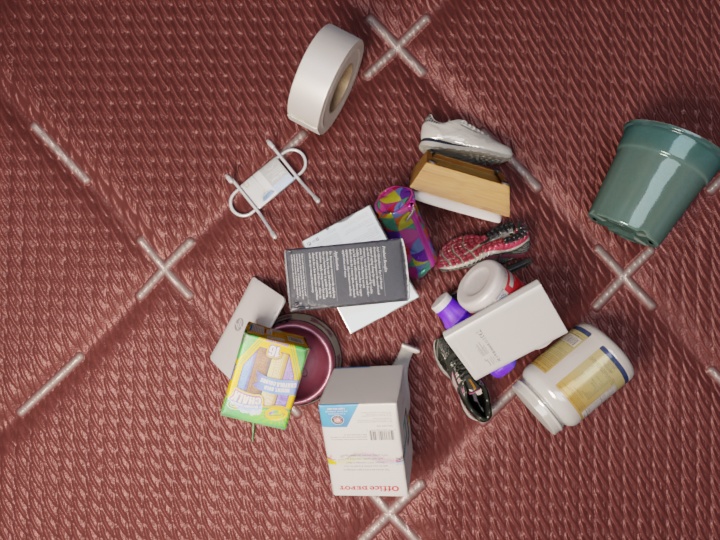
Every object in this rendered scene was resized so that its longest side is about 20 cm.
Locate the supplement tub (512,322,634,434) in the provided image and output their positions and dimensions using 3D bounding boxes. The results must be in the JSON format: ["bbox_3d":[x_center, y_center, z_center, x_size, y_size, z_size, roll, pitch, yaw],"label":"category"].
[{"bbox_3d":[0.422,0.218,1.056,0.200,0.144,0.144,-39,89,0],"label":"supplement tub"}]

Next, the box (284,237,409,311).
[{"bbox_3d":[-0.020,0.009,0.912,0.199,0.148,0.105,-6,88,0],"label":"box"}]

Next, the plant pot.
[{"bbox_3d":[0.573,-0.165,1.049,0.200,0.200,0.196,29,97,1],"label":"plant pot"}]

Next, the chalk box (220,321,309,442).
[{"bbox_3d":[-0.185,0.215,0.988,0.124,0.124,0.200,17,90,-11],"label":"chalk box"}]

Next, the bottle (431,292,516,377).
[{"bbox_3d":[0.233,0.129,1.083,0.200,0.084,0.065,44,116,-3],"label":"bottle"}]

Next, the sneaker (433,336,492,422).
[{"bbox_3d":[0.223,0.222,1.086,0.080,0.086,0.200,-31,88,-2],"label":"sneaker"}]

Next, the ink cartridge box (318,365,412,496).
[{"bbox_3d":[0.017,0.309,1.020,0.146,0.146,0.201,-4,107,11],"label":"ink cartridge box"}]

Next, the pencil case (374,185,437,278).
[{"bbox_3d":[0.093,-0.074,1.045,0.088,0.088,0.200,-28,133,0],"label":"pencil case"}]

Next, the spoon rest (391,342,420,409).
[{"bbox_3d":[0.073,0.243,1.109,0.099,0.061,0.200,21,102,2],"label":"spoon rest"}]

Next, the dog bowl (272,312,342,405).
[{"bbox_3d":[-0.139,0.190,1.096,0.200,0.074,0.201,0,89,0],"label":"dog bowl"}]

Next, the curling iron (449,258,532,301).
[{"bbox_3d":[0.276,0.027,1.121,0.200,0.026,0.050,-31,95,-1],"label":"curling iron"}]

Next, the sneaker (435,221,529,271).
[{"bbox_3d":[0.257,-0.032,1.101,0.200,0.081,0.075,-15,133,10],"label":"sneaker"}]

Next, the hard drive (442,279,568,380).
[{"bbox_3d":[0.275,0.117,0.998,0.200,0.027,0.132,-31,117,13],"label":"hard drive"}]

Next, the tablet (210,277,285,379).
[{"bbox_3d":[-0.237,0.122,1.089,0.130,0.014,0.200,27,88,43],"label":"tablet"}]

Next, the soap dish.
[{"bbox_3d":[0.201,-0.174,1.059,0.200,0.157,0.081,17,114,1],"label":"soap dish"}]

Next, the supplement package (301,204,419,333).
[{"bbox_3d":[0.000,0.000,1.061,0.152,0.151,0.200,-28,88,-1],"label":"supplement package"}]

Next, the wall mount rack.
[{"bbox_3d":[-0.182,-0.168,1.104,0.200,0.075,0.174,-40,89,0],"label":"wall mount rack"}]

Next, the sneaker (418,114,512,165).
[{"bbox_3d":[0.226,-0.276,1.108,0.199,0.076,0.081,12,79,-1],"label":"sneaker"}]

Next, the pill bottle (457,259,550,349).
[{"bbox_3d":[0.300,0.075,1.056,0.200,0.112,0.112,35,89,-21],"label":"pill bottle"}]

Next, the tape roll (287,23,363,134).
[{"bbox_3d":[-0.068,-0.376,1.046,0.071,0.202,0.203,27,89,0],"label":"tape roll"}]
